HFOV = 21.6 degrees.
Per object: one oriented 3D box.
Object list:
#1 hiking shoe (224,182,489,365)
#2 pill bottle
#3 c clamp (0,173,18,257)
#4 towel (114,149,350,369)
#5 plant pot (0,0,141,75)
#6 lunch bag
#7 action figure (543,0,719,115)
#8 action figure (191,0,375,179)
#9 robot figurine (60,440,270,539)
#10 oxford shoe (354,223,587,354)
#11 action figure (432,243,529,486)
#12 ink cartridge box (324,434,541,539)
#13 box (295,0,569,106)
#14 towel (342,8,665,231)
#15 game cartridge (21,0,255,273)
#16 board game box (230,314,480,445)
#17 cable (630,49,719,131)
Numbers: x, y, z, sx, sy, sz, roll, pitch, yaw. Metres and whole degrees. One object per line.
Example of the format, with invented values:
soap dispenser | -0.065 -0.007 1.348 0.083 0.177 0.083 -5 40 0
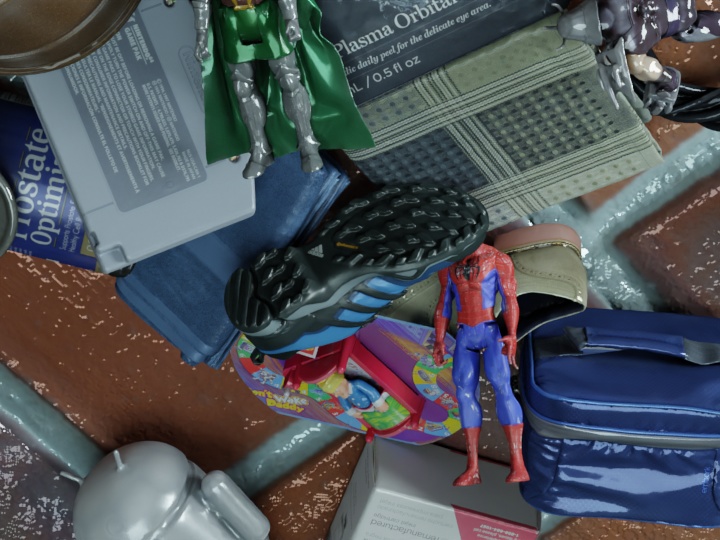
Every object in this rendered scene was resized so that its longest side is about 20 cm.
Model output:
hiking shoe | 0.000 0.000 1.362 0.200 0.075 0.087 -21 150 1
pill bottle | -0.250 -0.070 1.356 0.200 0.112 0.112 14 121 -8
c clamp | -0.327 -0.048 1.297 0.171 0.027 0.200 -24 106 21
towel | -0.100 -0.031 1.399 0.112 0.049 0.200 43 118 15
plant pot | -0.239 -0.225 1.171 0.200 0.198 0.201 0 94 3
lunch bag | 0.203 0.100 1.438 0.199 0.136 0.133 4 121 0
action figure | 0.209 -0.170 1.226 0.200 0.069 0.130 -12 101 -19
action figure | -0.069 -0.157 1.202 0.118 0.055 0.200 -7 117 12
robot figurine | -0.153 0.217 1.531 0.169 0.113 0.200 -30 117 27
oxford shoe | 0.076 0.029 1.424 0.200 0.074 0.071 -23 140 16
action figure | 0.087 0.055 1.373 0.065 0.052 0.201 -7 85 25
ink cartridge box | 0.046 0.247 1.562 0.146 0.083 0.200 16 121 -9
box | 0.008 -0.234 1.247 0.196 0.118 0.200 -24 117 15
towel | 0.097 -0.100 1.337 0.200 0.035 0.193 -20 142 20
game cartridge | -0.154 -0.113 1.303 0.133 0.040 0.200 -22 87 -8
board game box | -0.010 0.093 1.453 0.200 0.039 0.158 13 141 6
cable | 0.255 -0.187 1.309 0.163 0.051 0.200 40 115 -21
